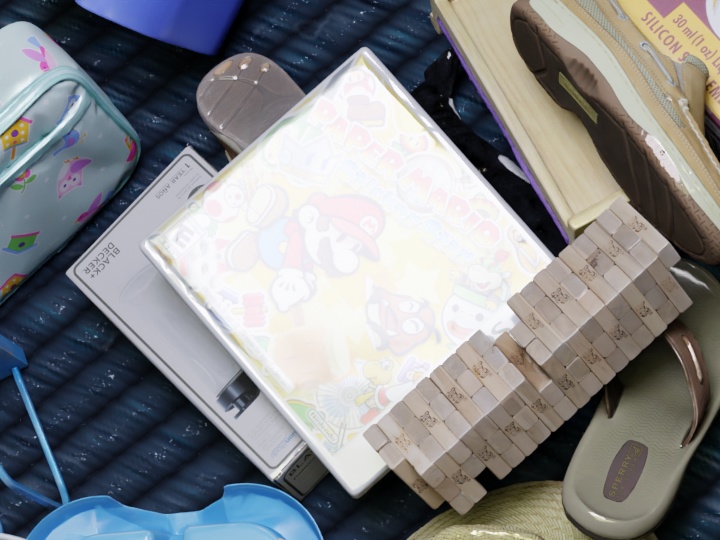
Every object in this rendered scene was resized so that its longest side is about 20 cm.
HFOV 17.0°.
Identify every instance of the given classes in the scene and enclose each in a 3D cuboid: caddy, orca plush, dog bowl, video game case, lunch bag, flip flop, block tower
[{"bbox_3d":[-0.141,-0.213,1.520,0.141,0.200,0.105,28,97,19],"label":"caddy"},{"bbox_3d":[0.081,-0.051,1.466,0.105,0.071,0.201,-20,68,8],"label":"orca plush"},{"bbox_3d":[-0.110,0.192,1.447,0.199,0.050,0.112,-6,71,12],"label":"dog bowl"},{"bbox_3d":[0.000,0.000,1.418,0.182,0.023,0.200,-41,81,-2],"label":"video game case"},{"bbox_3d":[-0.241,-0.053,1.504,0.200,0.160,0.077,-44,66,-3],"label":"lunch bag"},{"bbox_3d":[0.167,0.067,1.388,0.081,0.058,0.200,15,51,18],"label":"flip flop"},{"bbox_3d":[0.099,0.052,1.366,0.200,0.058,0.054,-43,46,1],"label":"block tower"}]

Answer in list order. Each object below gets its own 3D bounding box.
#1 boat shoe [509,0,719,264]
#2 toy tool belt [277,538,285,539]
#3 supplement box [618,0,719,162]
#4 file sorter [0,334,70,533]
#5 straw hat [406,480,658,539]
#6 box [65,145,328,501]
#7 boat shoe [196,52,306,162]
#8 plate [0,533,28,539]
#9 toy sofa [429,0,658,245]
[{"bbox_3d":[0.167,-0.095,1.358,0.076,0.072,0.200,-28,67,-15],"label":"boat shoe"},{"bbox_3d":[-0.026,0.212,1.302,0.124,0.123,0.200,7,44,-22],"label":"toy tool belt"},{"bbox_3d":[0.269,-0.158,1.436,0.200,0.103,0.131,-39,66,-1],"label":"supplement box"},{"bbox_3d":[-0.299,0.127,1.473,0.199,0.139,0.123,-26,70,5],"label":"file sorter"},{"bbox_3d":[0.071,0.185,1.354,0.200,0.085,0.202,-13,52,18],"label":"straw hat"},{"bbox_3d":[-0.072,0.033,1.485,0.200,0.060,0.117,41,86,23],"label":"box"},{"bbox_3d":[-0.026,-0.053,1.497,0.076,0.072,0.200,-32,61,-11],"label":"boat shoe"},{"bbox_3d":[-0.195,0.244,1.419,0.199,0.026,0.201,11,111,28],"label":"plate"},{"bbox_3d":[0.121,-0.099,1.453,0.083,0.098,0.200,-27,67,-4],"label":"toy sofa"}]
